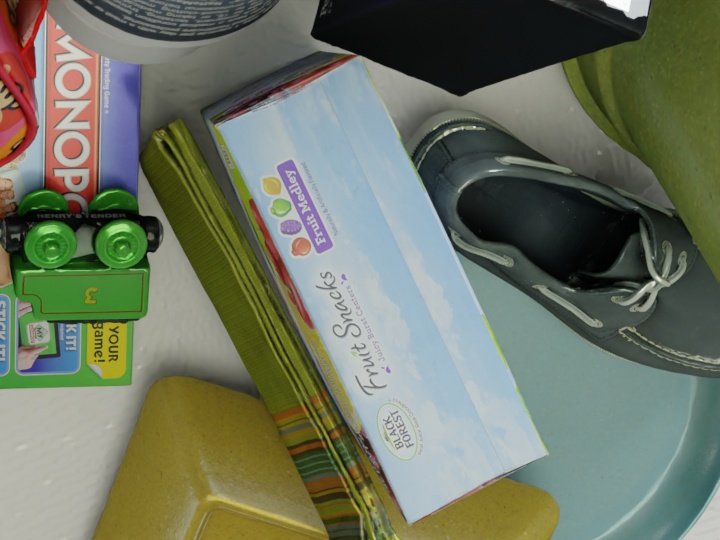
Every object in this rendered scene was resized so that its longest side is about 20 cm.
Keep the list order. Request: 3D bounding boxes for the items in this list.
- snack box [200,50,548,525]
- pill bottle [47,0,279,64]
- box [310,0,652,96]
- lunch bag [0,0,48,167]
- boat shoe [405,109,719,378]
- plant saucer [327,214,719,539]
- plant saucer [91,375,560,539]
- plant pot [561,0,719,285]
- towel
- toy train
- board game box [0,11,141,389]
[{"bbox_3d":[0.000,0.000,1.105,0.067,0.200,0.170,-26,96,-1],"label":"snack box"},{"bbox_3d":[-0.066,-0.152,1.036,0.119,0.200,0.121,5,73,-15],"label":"pill bottle"},{"bbox_3d":[0.063,-0.181,1.047,0.078,0.141,0.202,18,76,-21],"label":"box"},{"bbox_3d":[-0.203,-0.101,1.021,0.175,0.082,0.200,-13,148,7],"label":"lunch bag"},{"bbox_3d":[0.107,-0.001,1.195,0.199,0.062,0.073,30,100,-20],"label":"boat shoe"},{"bbox_3d":[0.078,0.061,1.257,0.198,0.027,0.202,-4,108,-12],"label":"plant saucer"},{"bbox_3d":[-0.031,0.169,1.236,0.199,0.049,0.201,18,111,-13],"label":"plant saucer"},{"bbox_3d":[0.193,-0.064,1.127,0.199,0.185,0.201,-4,130,-5],"label":"plant pot"},{"bbox_3d":[-0.042,0.035,1.149,0.018,0.086,0.201,-27,88,-17],"label":"towel"},{"bbox_3d":[-0.181,-0.003,1.138,0.198,0.042,0.057,-1,119,-12],"label":"toy train"},{"bbox_3d":[-0.161,-0.047,1.163,0.133,0.029,0.202,-1,109,-12],"label":"board game box"}]
